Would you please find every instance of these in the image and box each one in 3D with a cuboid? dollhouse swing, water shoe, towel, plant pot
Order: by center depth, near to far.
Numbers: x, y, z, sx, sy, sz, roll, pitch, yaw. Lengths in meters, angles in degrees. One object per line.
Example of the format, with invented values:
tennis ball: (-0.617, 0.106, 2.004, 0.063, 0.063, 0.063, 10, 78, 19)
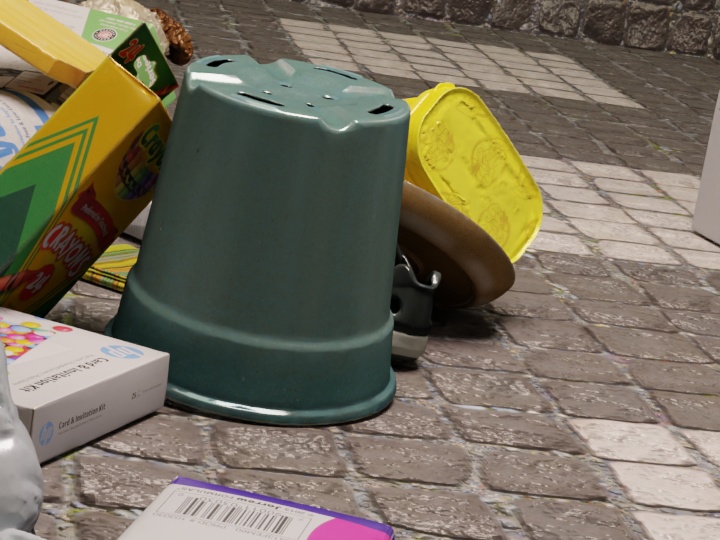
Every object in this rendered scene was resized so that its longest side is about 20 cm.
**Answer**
plant pot: (-0.058, -0.029, 1.305, 0.200, 0.196, 0.200, 9, 19, -3)
water shoe: (0.000, 0.000, 1.474, 0.071, 0.079, 0.200, 13, 14, -36)
towel: (-0.124, 0.013, 1.504, 0.200, 0.018, 0.086, 17, 17, 29)
plant pot: (0.022, -0.022, 1.528, 0.200, 0.027, 0.200, 23, -18, 8)
dollhouse swing: (-0.325, -0.162, 1.559, 0.176, 0.182, 0.200, 49, 7, -5)

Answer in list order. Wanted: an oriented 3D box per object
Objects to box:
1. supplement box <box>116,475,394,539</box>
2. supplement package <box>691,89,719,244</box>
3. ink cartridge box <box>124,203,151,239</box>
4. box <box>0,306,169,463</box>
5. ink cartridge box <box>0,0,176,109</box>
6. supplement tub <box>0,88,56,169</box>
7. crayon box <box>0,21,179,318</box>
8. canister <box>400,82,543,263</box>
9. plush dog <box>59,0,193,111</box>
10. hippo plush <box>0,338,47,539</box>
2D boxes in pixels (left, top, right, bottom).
supplement box: (-0.060, 0.164, 0.757, 0.101, 0.103, 0.200, 12, 13, 9)
supplement package: (0.466, -0.086, 1.995, 0.200, 0.151, 0.152, 4, 15, -20)
ink cartridge box: (-0.127, -0.054, 1.720, 0.200, 0.041, 0.200, 20, 17, 38)
box: (-0.241, 0.058, 1.199, 0.200, 0.041, 0.156, 16, 15, 21)
ink cartridge box: (-0.278, -0.135, 1.676, 0.146, 0.084, 0.200, 16, 47, 31)
supplement tub: (-0.317, -0.067, 1.467, 0.132, 0.132, 0.200, 17, 16, 31)
crayon box: (-0.183, -0.060, 1.316, 0.051, 0.200, 0.127, 40, -7, 13)
canister: (0.029, -0.070, 1.594, 0.200, 0.149, 0.087, -1, 43, 50)
plush dog: (-0.241, -0.170, 1.842, 0.200, 0.172, 0.160, 3, 15, -27)
hippo plush: (-0.233, 0.100, 0.913, 0.161, 0.159, 0.200, -14, 63, -17)
